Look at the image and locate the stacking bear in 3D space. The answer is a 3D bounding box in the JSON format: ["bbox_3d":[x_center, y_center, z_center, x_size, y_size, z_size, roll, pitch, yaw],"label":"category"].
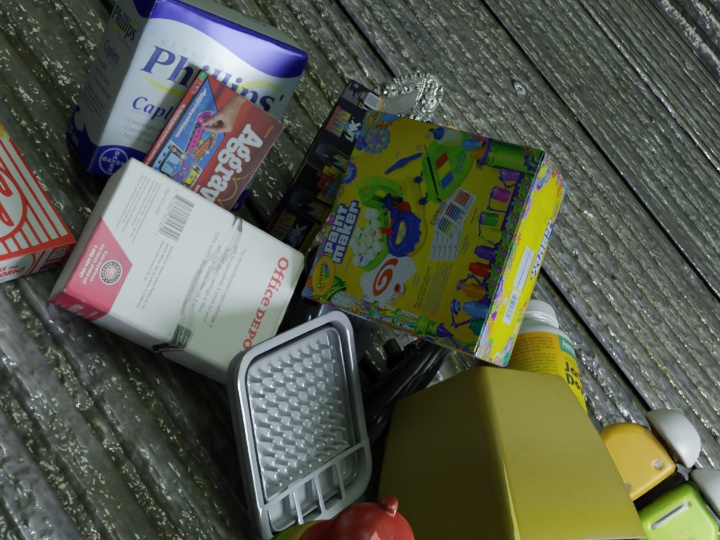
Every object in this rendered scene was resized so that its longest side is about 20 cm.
[{"bbox_3d":[-0.027,0.258,0.764,0.114,0.200,0.122,35,39,-12],"label":"stacking bear"}]

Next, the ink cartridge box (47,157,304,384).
[{"bbox_3d":[-0.176,0.007,0.903,0.200,0.084,0.145,30,68,-22],"label":"ink cartridge box"}]

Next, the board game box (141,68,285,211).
[{"bbox_3d":[-0.175,-0.095,0.955,0.103,0.200,0.019,31,9,-21],"label":"board game box"}]

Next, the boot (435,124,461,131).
[{"bbox_3d":[0.111,-0.137,1.288,0.201,0.144,0.071,6,56,-47],"label":"boot"}]

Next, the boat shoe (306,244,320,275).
[{"bbox_3d":[0.005,-0.012,1.149,0.200,0.072,0.065,6,45,-44],"label":"boat shoe"}]

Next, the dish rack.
[{"bbox_3d":[-0.062,0.150,0.896,0.172,0.043,0.200,-22,109,-50],"label":"dish rack"}]

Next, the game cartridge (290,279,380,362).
[{"bbox_3d":[0.000,0.000,1.044,0.133,0.040,0.200,33,78,-52],"label":"game cartridge"}]

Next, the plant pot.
[{"bbox_3d":[0.137,0.205,0.946,0.200,0.200,0.177,12,60,-37],"label":"plant pot"}]

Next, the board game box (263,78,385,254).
[{"bbox_3d":[-0.049,-0.111,1.098,0.057,0.165,0.200,30,39,-8],"label":"board game box"}]

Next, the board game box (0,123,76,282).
[{"bbox_3d":[-0.381,-0.076,0.851,0.151,0.046,0.200,-23,75,-51],"label":"board game box"}]

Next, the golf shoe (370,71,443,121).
[{"bbox_3d":[0.021,-0.212,1.237,0.078,0.200,0.097,52,22,-22],"label":"golf shoe"}]

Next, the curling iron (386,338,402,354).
[{"bbox_3d":[0.078,0.168,1.095,0.200,0.026,0.050,59,18,22],"label":"curling iron"}]

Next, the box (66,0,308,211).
[{"bbox_3d":[-0.188,-0.189,0.995,0.184,0.200,0.105,14,21,-35],"label":"box"}]

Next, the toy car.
[{"bbox_3d":[0.372,0.285,1.186,0.200,0.175,0.150,56,2,11],"label":"toy car"}]

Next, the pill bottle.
[{"bbox_3d":[0.224,0.140,1.183,0.113,0.113,0.200,25,42,-26],"label":"pill bottle"}]

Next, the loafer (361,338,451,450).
[{"bbox_3d":[0.045,0.117,1.053,0.063,0.072,0.200,34,50,13],"label":"loafer"}]

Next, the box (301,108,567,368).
[{"bbox_3d":[0.076,-0.031,0.924,0.192,0.200,0.122,19,-3,25],"label":"box"}]
